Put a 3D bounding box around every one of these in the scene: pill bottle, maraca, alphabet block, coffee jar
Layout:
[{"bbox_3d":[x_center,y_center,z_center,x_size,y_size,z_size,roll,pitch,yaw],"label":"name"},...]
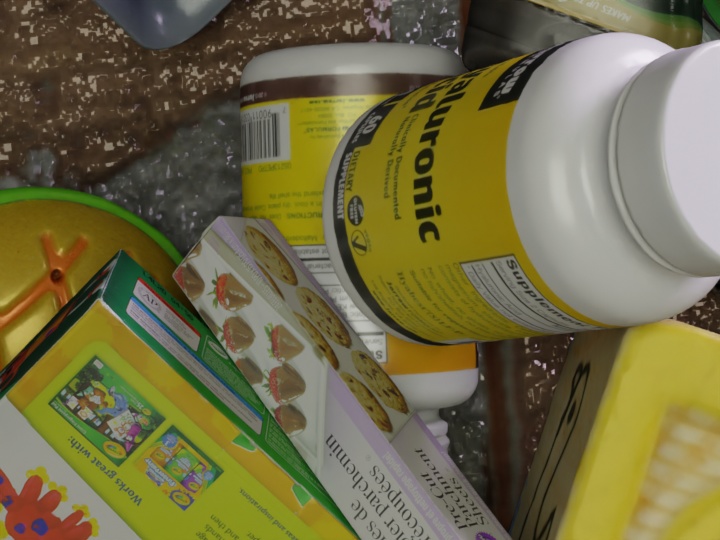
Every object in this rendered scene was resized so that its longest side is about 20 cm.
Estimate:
[{"bbox_3d":[0.000,0.000,0.881,0.108,0.109,0.202,-2,91,1],"label":"pill bottle"},{"bbox_3d":[0.080,-0.031,0.746,0.110,0.199,0.113,5,82,-34],"label":"pill bottle"},{"bbox_3d":[-0.125,0.038,0.890,0.199,0.107,0.138,21,95,-25],"label":"maraca"},{"bbox_3d":[0.169,0.134,0.834,0.194,0.200,0.197,17,90,1],"label":"alphabet block"},{"bbox_3d":[0.116,-0.164,0.815,0.103,0.085,0.202,19,96,6],"label":"coffee jar"}]

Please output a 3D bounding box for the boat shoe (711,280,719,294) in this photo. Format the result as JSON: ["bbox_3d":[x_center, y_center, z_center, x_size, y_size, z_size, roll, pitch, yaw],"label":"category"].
[{"bbox_3d":[0.180,-0.019,0.891,0.198,0.072,0.060,21,49,-2],"label":"boat shoe"}]

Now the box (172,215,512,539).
[{"bbox_3d":[-0.006,0.061,0.796,0.039,0.041,0.201,-49,64,25],"label":"box"}]

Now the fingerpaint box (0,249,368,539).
[{"bbox_3d":[-0.090,0.122,0.816,0.200,0.073,0.167,43,104,-12],"label":"fingerpaint box"}]

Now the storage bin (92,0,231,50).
[{"bbox_3d":[-0.080,-0.225,0.880,0.200,0.146,0.134,-45,62,1],"label":"storage bin"}]

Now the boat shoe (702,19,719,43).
[{"bbox_3d":[0.109,-0.124,0.897,0.200,0.072,0.070,41,91,0],"label":"boat shoe"}]

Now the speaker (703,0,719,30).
[{"bbox_3d":[0.206,-0.140,0.827,0.087,0.200,0.090,0,94,-5],"label":"speaker"}]
